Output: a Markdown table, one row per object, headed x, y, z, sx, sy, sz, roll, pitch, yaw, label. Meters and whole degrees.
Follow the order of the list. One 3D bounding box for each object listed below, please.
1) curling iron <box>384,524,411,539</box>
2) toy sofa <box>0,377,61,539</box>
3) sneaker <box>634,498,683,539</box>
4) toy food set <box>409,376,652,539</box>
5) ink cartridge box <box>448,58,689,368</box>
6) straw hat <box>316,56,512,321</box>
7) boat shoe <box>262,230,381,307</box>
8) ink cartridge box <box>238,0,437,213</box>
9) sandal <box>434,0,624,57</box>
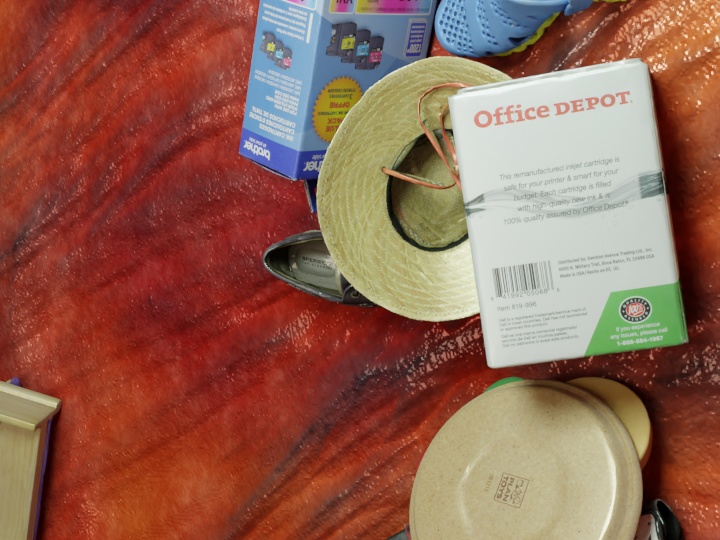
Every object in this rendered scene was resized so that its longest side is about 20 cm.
| x | y | z | sx | sy | sz | roll | pitch | yaw | label |
| --- | --- | --- | --- | --- | --- | --- | --- | --- | --- |
| 0.044 | 0.227 | 1.235 | 0.049 | 0.026 | 0.200 | 36 | 133 | -14 | curling iron |
| -0.390 | 0.228 | 1.589 | 0.082 | 0.098 | 0.202 | 15 | 110 | 11 | toy sofa |
| 0.183 | 0.200 | 1.100 | 0.116 | 0.075 | 0.201 | -49 | 60 | 15 | sneaker |
| 0.123 | 0.173 | 1.073 | 0.196 | 0.049 | 0.202 | -6 | 62 | 30 | toy food set |
| 0.152 | -0.042 | 1.020 | 0.145 | 0.083 | 0.202 | -7 | 94 | 13 | ink cartridge box |
| 0.064 | -0.064 | 1.117 | 0.199 | 0.085 | 0.204 | 0 | 94 | 2 | straw hat |
| 0.000 | 0.000 | 1.204 | 0.199 | 0.065 | 0.073 | 9 | 103 | 39 | boat shoe |
| -0.019 | -0.151 | 1.144 | 0.076 | 0.136 | 0.202 | 28 | 116 | 39 | ink cartridge box |
| 0.126 | -0.213 | 1.041 | 0.199 | 0.087 | 0.080 | -22 | 86 | 43 | sandal |
